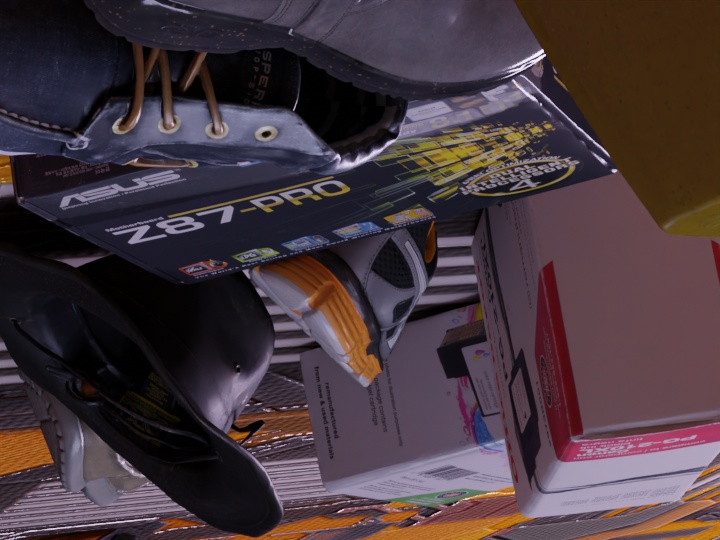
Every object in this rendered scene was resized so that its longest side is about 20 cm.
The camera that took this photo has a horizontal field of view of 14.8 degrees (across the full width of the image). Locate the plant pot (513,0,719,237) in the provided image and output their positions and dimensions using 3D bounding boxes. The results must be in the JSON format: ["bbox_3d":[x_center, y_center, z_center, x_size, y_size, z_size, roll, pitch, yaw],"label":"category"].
[{"bbox_3d":[0.146,-0.109,0.704,0.200,0.176,0.200,2,162,-41],"label":"plant pot"}]

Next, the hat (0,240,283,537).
[{"bbox_3d":[-0.087,0.030,1.237,0.081,0.201,0.201,-48,176,-18],"label":"hat"}]

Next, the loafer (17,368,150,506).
[{"bbox_3d":[-0.132,0.077,1.477,0.070,0.075,0.200,-22,171,-2],"label":"loafer"}]

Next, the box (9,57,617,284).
[{"bbox_3d":[-0.014,-0.052,1.074,0.200,0.049,0.161,-13,163,15],"label":"box"}]

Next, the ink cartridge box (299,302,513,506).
[{"bbox_3d":[0.090,0.067,1.548,0.200,0.084,0.145,-16,165,23],"label":"ink cartridge box"}]

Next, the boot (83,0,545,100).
[{"bbox_3d":[0.023,-0.110,0.843,0.200,0.070,0.132,-4,160,-41],"label":"boot"}]

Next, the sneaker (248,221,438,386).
[{"bbox_3d":[0.000,0.000,1.248,0.077,0.078,0.200,-48,-179,-3],"label":"sneaker"}]

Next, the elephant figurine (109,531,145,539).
[{"bbox_3d":[-0.233,0.266,2.038,0.200,0.142,0.155,-2,144,36],"label":"elephant figurine"}]

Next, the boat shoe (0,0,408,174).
[{"bbox_3d":[-0.066,-0.068,0.888,0.091,0.071,0.200,6,-176,31],"label":"boat shoe"}]

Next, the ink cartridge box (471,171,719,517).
[{"bbox_3d":[0.110,0.024,1.263,0.084,0.145,0.200,-8,166,-5],"label":"ink cartridge box"}]
